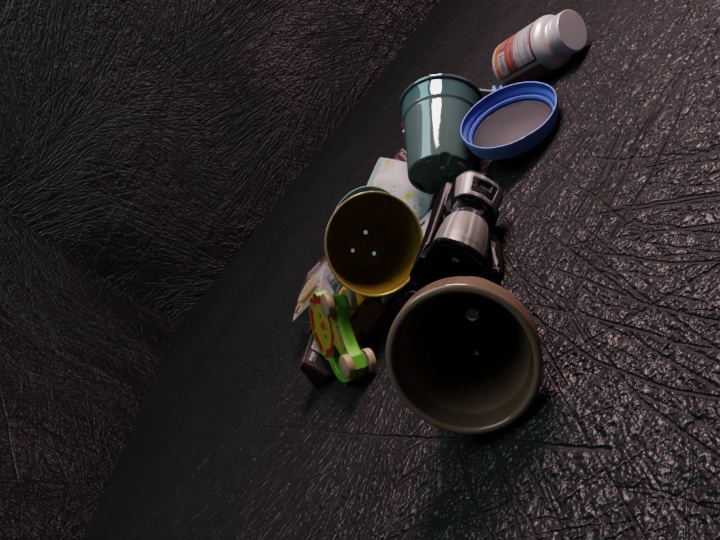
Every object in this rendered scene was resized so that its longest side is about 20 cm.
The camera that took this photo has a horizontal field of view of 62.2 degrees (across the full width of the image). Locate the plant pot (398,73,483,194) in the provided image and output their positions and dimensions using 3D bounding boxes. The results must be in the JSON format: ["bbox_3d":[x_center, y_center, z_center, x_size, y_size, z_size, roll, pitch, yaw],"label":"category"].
[{"bbox_3d":[0.181,-0.292,1.335,0.199,0.198,0.200,-31,46,48],"label":"plant pot"}]

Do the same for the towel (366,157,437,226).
[{"bbox_3d":[0.094,-0.178,1.424,0.048,0.168,0.202,90,-161,-57],"label":"towel"}]

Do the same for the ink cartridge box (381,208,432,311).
[{"bbox_3d":[0.129,-0.038,1.262,0.199,0.040,0.202,-43,21,32],"label":"ink cartridge box"}]

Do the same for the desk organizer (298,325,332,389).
[{"bbox_3d":[-0.087,0.162,1.373,0.077,0.071,0.202,-54,13,44],"label":"desk organizer"}]

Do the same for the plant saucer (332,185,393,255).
[{"bbox_3d":[0.022,-0.086,1.336,0.200,0.201,0.036,-47,-24,19],"label":"plant saucer"}]

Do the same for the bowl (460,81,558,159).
[{"bbox_3d":[0.300,-0.300,1.200,0.198,0.040,0.203,-21,41,19],"label":"bowl"}]

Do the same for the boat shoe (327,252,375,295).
[{"bbox_3d":[-0.002,0.000,1.422,0.201,0.074,0.066,-34,69,36],"label":"boat shoe"}]

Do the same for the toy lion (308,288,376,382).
[{"bbox_3d":[-0.053,0.134,1.232,0.192,0.067,0.203,-46,60,61],"label":"toy lion"}]

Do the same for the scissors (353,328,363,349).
[{"bbox_3d":[-0.003,0.150,1.281,0.072,0.014,0.199,-25,25,-19],"label":"scissors"}]

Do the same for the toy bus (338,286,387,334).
[{"bbox_3d":[0.002,0.071,1.319,0.065,0.078,0.200,-51,19,5],"label":"toy bus"}]

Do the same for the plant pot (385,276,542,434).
[{"bbox_3d":[0.144,0.087,0.812,0.200,0.200,0.175,-45,3,23],"label":"plant pot"}]

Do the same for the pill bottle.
[{"bbox_3d":[0.389,-0.480,1.300,0.113,0.112,0.199,-59,20,-18],"label":"pill bottle"}]

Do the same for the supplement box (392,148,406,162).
[{"bbox_3d":[0.080,-0.230,1.627,0.200,0.061,0.109,-48,-12,16],"label":"supplement box"}]

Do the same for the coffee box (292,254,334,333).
[{"bbox_3d":[-0.106,0.063,1.596,0.114,0.079,0.201,-43,21,27],"label":"coffee box"}]

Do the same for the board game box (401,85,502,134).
[{"bbox_3d":[0.228,-0.395,1.468,0.197,0.026,0.199,-10,-14,-39],"label":"board game box"}]

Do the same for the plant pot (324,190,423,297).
[{"bbox_3d":[0.016,-0.052,1.218,0.202,0.199,0.142,-54,9,-5],"label":"plant pot"}]

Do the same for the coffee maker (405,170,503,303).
[{"bbox_3d":[0.158,-0.052,1.054,0.191,0.135,0.202,-27,27,41],"label":"coffee maker"}]
